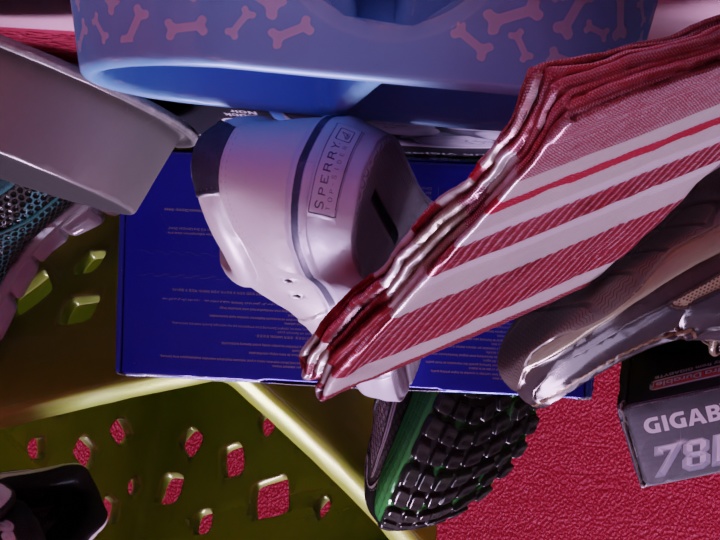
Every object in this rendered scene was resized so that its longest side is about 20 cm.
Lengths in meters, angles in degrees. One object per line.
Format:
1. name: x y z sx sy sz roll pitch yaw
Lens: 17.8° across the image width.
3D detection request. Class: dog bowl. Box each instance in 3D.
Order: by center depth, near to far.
1. dog bowl: 0.000 -0.079 0.745 0.198 0.050 0.111 4 176 -9

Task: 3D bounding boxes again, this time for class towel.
1. towel: 0.070 -0.027 0.748 0.143 0.023 0.200 -21 163 -33

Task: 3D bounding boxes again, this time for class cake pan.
1. cake pan: -0.158 -0.066 0.832 0.199 0.037 0.200 19 176 1

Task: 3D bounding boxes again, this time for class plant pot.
1. plant pot: -0.082 0.040 1.143 0.198 0.182 0.200 -14 139 26

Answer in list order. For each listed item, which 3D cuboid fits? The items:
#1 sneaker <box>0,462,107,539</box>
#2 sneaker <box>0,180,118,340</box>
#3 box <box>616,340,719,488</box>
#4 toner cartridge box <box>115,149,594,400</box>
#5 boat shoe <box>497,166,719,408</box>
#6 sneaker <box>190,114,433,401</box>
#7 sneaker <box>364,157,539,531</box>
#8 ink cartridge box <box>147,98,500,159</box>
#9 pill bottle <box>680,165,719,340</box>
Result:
1. sneaker: -0.184 0.127 0.999 0.087 0.076 0.200 -24 -175 27
2. sneaker: -0.183 -0.024 1.040 0.078 0.200 0.091 48 -170 35
3. box: 0.225 0.023 1.083 0.199 0.050 0.199 -14 -163 15
4. toner cartridge box: 0.000 0.000 0.956 0.198 0.096 0.043 3 -175 7
5. boat shoe: 0.145 0.002 0.882 0.199 0.073 0.075 -34 -167 15
6. sneaker: -0.012 -0.010 0.845 0.070 0.073 0.200 17 160 16
7. sneaker: 0.039 0.024 1.039 0.078 0.201 0.085 1 -161 -45
8. ink cartridge box: 0.005 -0.070 0.921 0.197 0.044 0.200 3 177 8
9. pill bottle: 0.108 -0.020 1.081 0.104 0.105 0.199 7 175 -42
